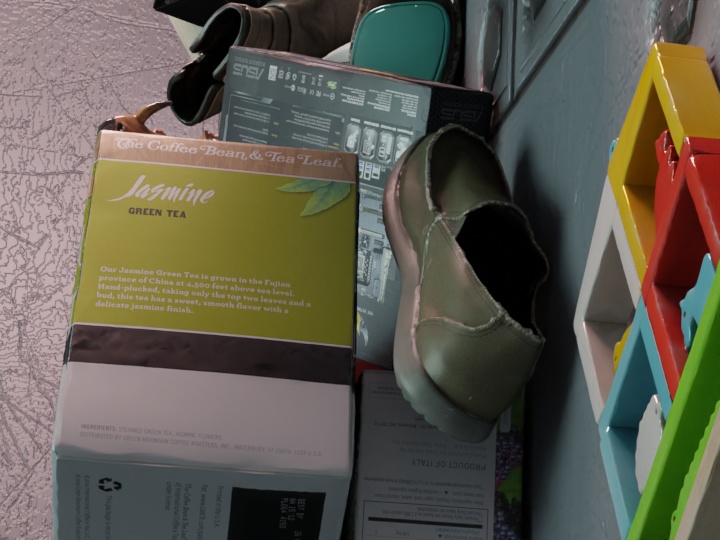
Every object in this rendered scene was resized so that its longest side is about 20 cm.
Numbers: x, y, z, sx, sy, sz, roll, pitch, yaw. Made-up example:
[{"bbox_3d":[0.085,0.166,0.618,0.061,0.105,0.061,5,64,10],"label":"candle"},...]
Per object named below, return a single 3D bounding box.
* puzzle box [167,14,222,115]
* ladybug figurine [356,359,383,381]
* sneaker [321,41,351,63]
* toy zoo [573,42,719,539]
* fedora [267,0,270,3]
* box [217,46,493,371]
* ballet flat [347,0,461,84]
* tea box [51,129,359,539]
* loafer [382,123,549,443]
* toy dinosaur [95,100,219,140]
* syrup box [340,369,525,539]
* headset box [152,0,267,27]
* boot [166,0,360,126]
[{"bbox_3d":[-0.075,-0.137,1.481,0.200,0.025,0.133,62,-159,13],"label":"puzzle box"},{"bbox_3d":[0.000,0.000,1.269,0.136,0.072,0.201,109,164,-62],"label":"ladybug figurine"},{"bbox_3d":[0.010,-0.100,1.357,0.200,0.077,0.082,115,131,-70],"label":"sneaker"},{"bbox_3d":[0.107,0.012,0.692,0.200,0.020,0.131,-96,14,-52],"label":"toy zoo"},{"bbox_3d":[-0.012,-0.240,1.457,0.201,0.082,0.201,-162,90,-82],"label":"fedora"},{"bbox_3d":[-0.013,-0.039,1.151,0.200,0.051,0.158,17,102,51],"label":"box"},{"bbox_3d":[0.033,-0.161,1.219,0.072,0.072,0.201,127,147,-75],"label":"ballet flat"},{"bbox_3d":[-0.075,0.072,0.977,0.200,0.133,0.197,100,174,-48],"label":"tea box"},{"bbox_3d":[0.058,-0.006,0.930,0.070,0.075,0.200,-42,30,28],"label":"loafer"},{"bbox_3d":[-0.084,-0.035,1.301,0.200,0.086,0.136,1,-77,-57],"label":"toy dinosaur"},{"bbox_3d":[0.029,0.153,0.933,0.079,0.081,0.201,110,163,-71],"label":"syrup box"},{"bbox_3d":[-0.079,-0.276,1.412,0.200,0.075,0.149,-86,18,-58],"label":"headset box"},{"bbox_3d":[-0.039,-0.170,1.316,0.068,0.130,0.200,50,126,19],"label":"boot"}]
